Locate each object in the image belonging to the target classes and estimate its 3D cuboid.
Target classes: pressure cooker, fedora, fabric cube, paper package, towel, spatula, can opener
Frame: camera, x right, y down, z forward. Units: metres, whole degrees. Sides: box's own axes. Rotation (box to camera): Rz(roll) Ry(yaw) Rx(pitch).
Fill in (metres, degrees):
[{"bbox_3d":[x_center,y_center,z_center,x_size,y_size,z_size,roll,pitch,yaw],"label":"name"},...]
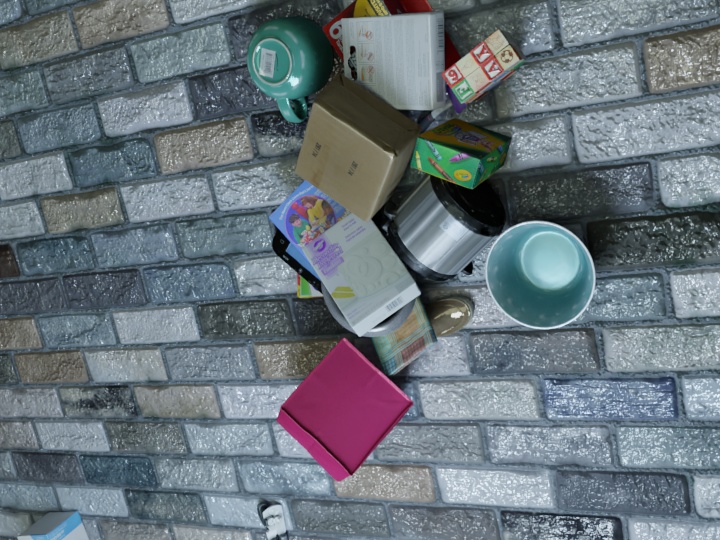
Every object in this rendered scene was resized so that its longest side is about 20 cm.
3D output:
[{"bbox_3d":[0.145,-0.081,1.554,0.200,0.178,0.177,-48,61,33],"label":"pressure cooker"},{"bbox_3d":[0.025,0.044,1.641,0.177,0.090,0.200,-43,64,-4],"label":"fedora"},{"bbox_3d":[-0.036,0.289,1.721,0.200,0.196,0.200,43,162,6],"label":"fabric cube"},{"bbox_3d":[-0.009,-0.221,1.537,0.190,0.104,0.201,35,146,10],"label":"paper package"},{"bbox_3d":[0.069,0.094,1.687,0.146,0.022,0.201,-41,54,31],"label":"towel"},{"bbox_3d":[0.141,-0.288,1.521,0.057,0.020,0.200,65,155,3],"label":"spatula"},{"bbox_3d":[-0.206,0.661,2.071,0.066,0.052,0.202,12,115,59],"label":"can opener"}]

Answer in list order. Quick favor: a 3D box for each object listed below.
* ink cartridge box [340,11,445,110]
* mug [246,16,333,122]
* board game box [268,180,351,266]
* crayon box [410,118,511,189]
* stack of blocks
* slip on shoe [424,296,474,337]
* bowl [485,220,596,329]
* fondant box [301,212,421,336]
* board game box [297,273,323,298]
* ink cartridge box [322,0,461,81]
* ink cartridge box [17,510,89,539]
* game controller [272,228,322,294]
[{"bbox_3d":[0.058,-0.370,1.492,0.199,0.050,0.163,11,111,40],"label":"ink cartridge box"},{"bbox_3d":[-0.135,-0.394,1.623,0.151,0.114,0.186,-32,92,31],"label":"mug"},{"bbox_3d":[-0.067,-0.126,1.679,0.200,0.045,0.135,-44,83,9],"label":"board game box"},{"bbox_3d":[0.180,-0.209,1.484,0.118,0.200,0.059,22,116,17],"label":"crayon box"},{"bbox_3d":[0.217,-0.342,1.417,0.115,0.200,0.059,-35,91,21],"label":"stack of blocks"},{"bbox_3d":[0.133,0.105,1.697,0.198,0.061,0.077,-13,101,29],"label":"slip on shoe"},{"bbox_3d":[0.336,-0.005,1.535,0.199,0.105,0.203,8,111,23],"label":"bowl"},{"bbox_3d":[0.000,0.000,1.583,0.144,0.058,0.201,-35,63,1],"label":"fondant box"},{"bbox_3d":[-0.051,0.005,1.753,0.198,0.030,0.097,-5,81,29],"label":"board game box"},{"bbox_3d":[0.059,-0.413,1.540,0.175,0.084,0.201,-32,92,30],"label":"ink cartridge box"},{"bbox_3d":[-0.849,0.803,2.381,0.127,0.125,0.202,-12,101,28],"label":"ink cartridge box"},{"bbox_3d":[-0.100,-0.035,1.744,0.200,0.042,0.105,39,101,25],"label":"game controller"}]
